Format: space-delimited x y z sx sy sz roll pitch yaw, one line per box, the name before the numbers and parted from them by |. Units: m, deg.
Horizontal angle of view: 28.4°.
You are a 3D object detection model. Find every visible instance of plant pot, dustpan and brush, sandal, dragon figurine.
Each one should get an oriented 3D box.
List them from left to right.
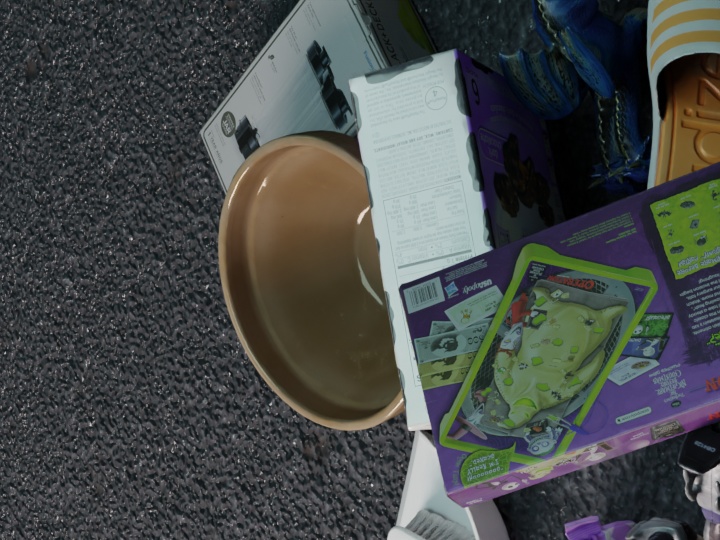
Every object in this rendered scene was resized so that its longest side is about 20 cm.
plant pot | 0.000 0.000 0.972 0.200 0.092 0.202 17 114 41
dustpan and brush | 0.071 0.205 0.939 0.200 0.057 0.140 27 112 44
dragon figurine | 0.120 -0.125 0.810 0.059 0.200 0.100 -17 41 45
sandal | 0.190 -0.090 0.740 0.059 0.079 0.208 83 -167 -72

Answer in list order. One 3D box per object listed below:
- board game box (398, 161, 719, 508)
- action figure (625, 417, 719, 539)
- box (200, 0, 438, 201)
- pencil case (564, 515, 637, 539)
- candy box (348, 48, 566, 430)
board game box | 0.123 0.028 0.696 0.199 0.032 0.120 -21 55 15
action figure | 0.201 0.145 0.737 0.130 0.069 0.201 13 138 22
box | -0.029 -0.116 1.037 0.200 0.060 0.117 -47 58 40
pencil case | 0.166 0.237 0.814 0.086 0.084 0.201 100 146 -61
candy box | 0.072 -0.011 0.840 0.071 0.168 0.201 -13 81 22
